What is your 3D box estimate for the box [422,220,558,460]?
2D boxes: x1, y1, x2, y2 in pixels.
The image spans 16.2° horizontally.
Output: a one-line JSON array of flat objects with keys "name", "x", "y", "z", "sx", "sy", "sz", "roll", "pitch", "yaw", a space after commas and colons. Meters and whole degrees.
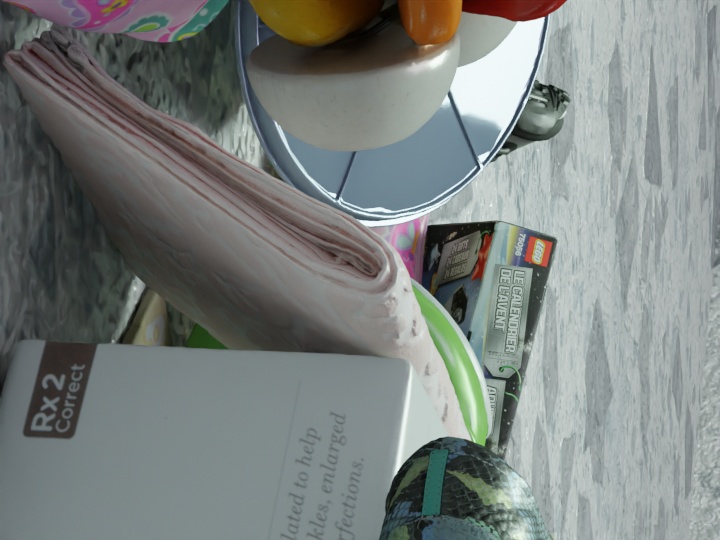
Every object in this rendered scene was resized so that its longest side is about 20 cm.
[{"name": "box", "x": 0.042, "y": 0.045, "z": 1.378, "sx": 0.200, "sy": 0.040, "sz": 0.138, "roll": -179, "pitch": -76, "yaw": -74}]

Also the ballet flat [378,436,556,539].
[{"name": "ballet flat", "x": 0.053, "y": 0.115, "z": 0.914, "sx": 0.200, "sy": 0.074, "sz": 0.075, "roll": 65, "pitch": 30, "yaw": -61}]

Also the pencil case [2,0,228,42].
[{"name": "pencil case", "x": -0.103, "y": -0.131, "z": 0.914, "sx": 0.200, "sy": 0.087, "sz": 0.088, "roll": 5, "pitch": 87, "yaw": -75}]

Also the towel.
[{"name": "towel", "x": -0.040, "y": -0.001, "z": 1.004, "sx": 0.032, "sy": 0.190, "sz": 0.200, "roll": -49, "pitch": 155, "yaw": -13}]

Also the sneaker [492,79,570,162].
[{"name": "sneaker", "x": 0.055, "y": -0.076, "z": 1.436, "sx": 0.200, "sy": 0.073, "sz": 0.080, "roll": 1, "pitch": -102, "yaw": 65}]

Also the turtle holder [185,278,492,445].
[{"name": "turtle holder", "x": -0.024, "y": 0.055, "z": 1.178, "sx": 0.142, "sy": 0.185, "sz": 0.132, "roll": -61, "pitch": 173, "yaw": 7}]

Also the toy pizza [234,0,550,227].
[{"name": "toy pizza", "x": 0.012, "y": -0.120, "z": 1.104, "sx": 0.199, "sy": 0.032, "sz": 0.202, "roll": -15, "pitch": 111, "yaw": -44}]

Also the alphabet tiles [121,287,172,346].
[{"name": "alphabet tiles", "x": -0.097, "y": 0.135, "z": 1.127, "sx": 0.168, "sy": 0.007, "sz": 0.201, "roll": -70, "pitch": 157, "yaw": -53}]

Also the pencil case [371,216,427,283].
[{"name": "pencil case", "x": 0.000, "y": 0.000, "z": 1.323, "sx": 0.088, "sy": 0.087, "sz": 0.201, "roll": 66, "pitch": 27, "yaw": -60}]

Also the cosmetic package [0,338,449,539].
[{"name": "cosmetic package", "x": -0.047, "y": 0.145, "z": 0.983, "sx": 0.200, "sy": 0.164, "sz": 0.166, "roll": 63, "pitch": 33, "yaw": -59}]

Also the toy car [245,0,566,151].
[{"name": "toy car", "x": 0.035, "y": -0.150, "z": 0.966, "sx": 0.200, "sy": 0.149, "sz": 0.176, "roll": -47, "pitch": 133, "yaw": -57}]
